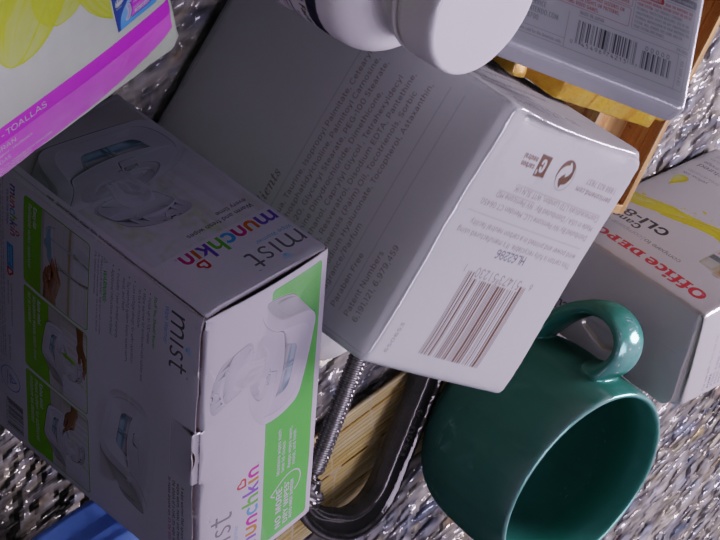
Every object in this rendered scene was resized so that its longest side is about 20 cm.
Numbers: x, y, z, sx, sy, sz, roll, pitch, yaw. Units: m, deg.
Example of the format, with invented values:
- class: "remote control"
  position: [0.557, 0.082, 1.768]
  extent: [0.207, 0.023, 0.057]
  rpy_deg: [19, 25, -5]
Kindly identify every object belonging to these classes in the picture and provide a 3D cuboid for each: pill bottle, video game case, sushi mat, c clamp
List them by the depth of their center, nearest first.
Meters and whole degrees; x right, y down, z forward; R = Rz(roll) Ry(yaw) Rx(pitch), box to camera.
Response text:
- class: "pill bottle"
  position: [-0.007, -0.183, 1.482]
  extent: [0.111, 0.200, 0.111]
  rpy_deg: [-35, 145, -31]
- class: "video game case"
  position: [0.105, -0.198, 1.599]
  extent: [0.023, 0.199, 0.182]
  rpy_deg: [141, -35, -62]
- class: "c clamp"
  position: [-0.002, 0.090, 1.912]
  extent: [0.171, 0.027, 0.201]
  rpy_deg: [2, 110, -56]
- class: "sushi mat"
  position: [0.006, 0.118, 1.976]
  extent: [0.200, 0.012, 0.096]
  rpy_deg: [-35, 142, -32]

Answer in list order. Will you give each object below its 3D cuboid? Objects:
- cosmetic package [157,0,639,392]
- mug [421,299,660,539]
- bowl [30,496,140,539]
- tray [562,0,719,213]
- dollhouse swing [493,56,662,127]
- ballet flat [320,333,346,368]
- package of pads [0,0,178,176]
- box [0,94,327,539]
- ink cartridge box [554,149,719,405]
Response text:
- class: "cosmetic package"
  position: [0.013, -0.058, 1.631]
  extent: [0.167, 0.200, 0.167]
  rpy_deg: [15, 108, -59]
- class: "mug"
  position: [0.127, 0.108, 2.004]
  extent: [0.185, 0.114, 0.152]
  rpy_deg: [-48, 146, -6]
- class: "bowl"
  position: [-0.175, 0.185, 1.687]
  extent: [0.200, 0.039, 0.201]
  rpy_deg: [-36, 170, -8]
- class: "tray"
  position: [0.189, -0.138, 1.966]
  extent: [0.099, 0.037, 0.201]
  rpy_deg: [5, 114, -56]
- class: "dollhouse swing"
  position: [0.138, -0.216, 1.704]
  extent: [0.176, 0.182, 0.200]
  rpy_deg: [-52, 151, 15]
- class: "ballet flat"
  position: [0.000, 0.000, 1.774]
  extent: [0.200, 0.064, 0.076]
  rpy_deg: [-56, 152, -19]
- class: "package of pads"
  position: [-0.186, -0.127, 1.414]
  extent: [0.200, 0.068, 0.155]
  rpy_deg: [-41, 147, -25]
- class: "box"
  position: [-0.114, 0.039, 1.569]
  extent: [0.097, 0.176, 0.201]
  rpy_deg: [-31, 141, -35]
- class: "ink cartridge box"
  position: [0.244, 0.002, 2.069]
  extent: [0.200, 0.145, 0.084]
  rpy_deg: [-24, 137, -42]
